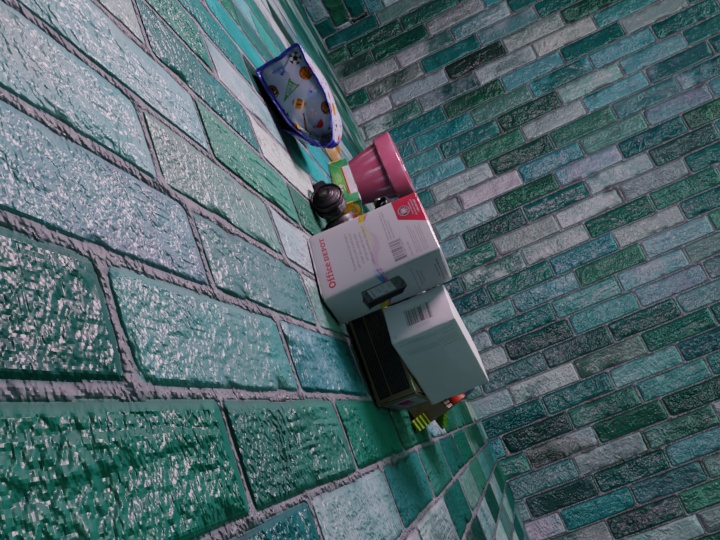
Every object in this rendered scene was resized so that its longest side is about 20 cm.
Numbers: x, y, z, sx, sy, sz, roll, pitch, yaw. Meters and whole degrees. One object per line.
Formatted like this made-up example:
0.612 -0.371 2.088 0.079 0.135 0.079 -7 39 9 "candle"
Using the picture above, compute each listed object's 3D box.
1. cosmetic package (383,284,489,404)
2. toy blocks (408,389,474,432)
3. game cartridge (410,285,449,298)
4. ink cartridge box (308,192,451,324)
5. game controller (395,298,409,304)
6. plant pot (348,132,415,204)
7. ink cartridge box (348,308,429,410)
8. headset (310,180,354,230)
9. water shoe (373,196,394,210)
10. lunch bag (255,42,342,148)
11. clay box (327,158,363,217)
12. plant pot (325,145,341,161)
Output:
0.129 0.128 1.094 0.081 0.113 0.200 -104 168 -45 "cosmetic package"
0.189 0.256 1.379 0.100 0.137 0.200 52 22 15 "toy blocks"
0.058 0.025 1.248 0.200 0.133 0.042 29 69 -37 "game cartridge"
0.030 -0.020 1.074 0.086 0.200 0.148 58 12 -47 "ink cartridge box"
0.057 0.058 1.245 0.200 0.042 0.104 29 -10 -39 "game controller"
0.045 -0.289 1.979 0.200 0.179 0.200 -23 90 -82 "plant pot"
0.057 0.161 1.179 0.200 0.075 0.165 45 24 -70 "ink cartridge box"
-0.036 -0.115 1.291 0.124 0.094 0.200 61 -2 -27 "headset"
0.029 -0.066 1.449 0.079 0.071 0.201 28 76 -50 "water shoe"
-0.111 -0.336 1.339 0.200 0.124 0.170 57 9 -8 "lunch bag"
-0.026 -0.142 1.458 0.200 0.047 0.115 78 -6 -63 "clay box"
-0.100 -0.403 1.911 0.200 0.027 0.200 -90 154 -69 "plant pot"
